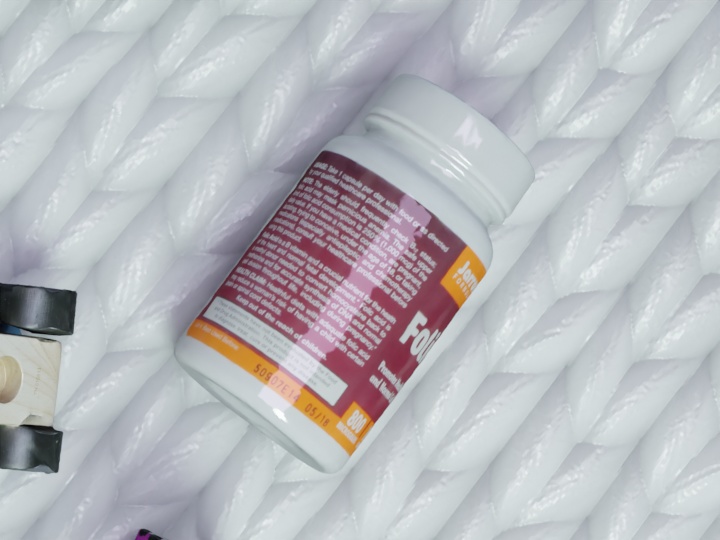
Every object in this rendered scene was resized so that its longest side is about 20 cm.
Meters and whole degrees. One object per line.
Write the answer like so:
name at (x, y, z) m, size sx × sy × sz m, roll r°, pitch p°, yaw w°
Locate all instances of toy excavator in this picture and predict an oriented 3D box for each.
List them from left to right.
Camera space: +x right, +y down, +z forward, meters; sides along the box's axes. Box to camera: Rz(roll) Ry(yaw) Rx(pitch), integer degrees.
toy excavator at (-0.277, 0.049, 1.313) m, size 0.194 × 0.199 × 0.100 m, roll 10°, pitch 84°, yaw -56°

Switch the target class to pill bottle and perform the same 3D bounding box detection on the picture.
pill bottle at (0.000, 0.000, 1.363) m, size 0.114 × 0.114 × 0.200 m, roll 38°, pitch 82°, yaw -9°

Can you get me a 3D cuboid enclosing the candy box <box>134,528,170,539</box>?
candy box at (-0.103, 0.212, 1.290) m, size 0.061 × 0.200 × 0.137 m, roll 25°, pitch 84°, yaw -10°
